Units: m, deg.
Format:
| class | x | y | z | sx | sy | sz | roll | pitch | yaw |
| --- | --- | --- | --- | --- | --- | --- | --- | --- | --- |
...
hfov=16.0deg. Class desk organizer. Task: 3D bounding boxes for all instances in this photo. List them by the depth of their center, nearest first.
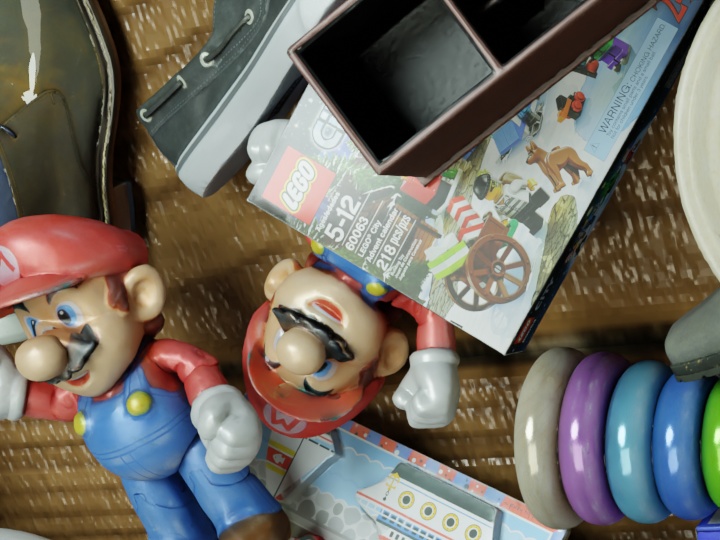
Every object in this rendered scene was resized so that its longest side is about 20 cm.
| class | x | y | z | sx | sy | sz | roll | pitch | yaw |
| --- | --- | --- | --- | --- | --- | --- | --- | --- | --- |
| desk organizer | 0.073 | -0.122 | 1.048 | 0.200 | 0.077 | 0.072 | -38 | 81 | 14 |

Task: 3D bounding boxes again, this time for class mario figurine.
| class | x | y | z | sx | sy | sz | roll | pitch | yaw |
| --- | --- | --- | --- | --- | --- | --- | --- | --- | --- |
| mario figurine | 0.000 | 0.000 | 1.191 | 0.123 | 0.106 | 0.200 | 54 | 127 | 42 |
| mario figurine | -0.121 | 0.068 | 1.210 | 0.123 | 0.106 | 0.200 | -31 | 101 | -3 |

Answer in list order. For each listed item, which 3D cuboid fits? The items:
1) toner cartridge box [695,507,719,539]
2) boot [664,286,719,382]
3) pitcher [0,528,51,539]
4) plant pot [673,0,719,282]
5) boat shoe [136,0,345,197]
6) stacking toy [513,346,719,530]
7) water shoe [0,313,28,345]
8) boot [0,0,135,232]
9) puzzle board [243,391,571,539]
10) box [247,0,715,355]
| class | x | y | z | sx | sy | sz | roll | pitch | yaw |
| --- | --- | --- | --- | --- | --- | --- | --- | --- | --- |
| toner cartridge box | 0.227 | 0.198 | 1.197 | 0.095 | 0.043 | 0.200 | -4 | 110 | 33 |
| boot | 0.183 | -0.050 | 1.098 | 0.200 | 0.068 | 0.131 | -39 | 86 | 30 |
| pitcher | -0.163 | 0.232 | 1.394 | 0.200 | 0.121 | 0.172 | 12 | 115 | 13 |
| plant pot | 0.220 | -0.054 | 0.942 | 0.200 | 0.183 | 0.201 | 0 | 90 | 4 |
| boat shoe | -0.044 | -0.113 | 1.190 | 0.057 | 0.069 | 0.200 | 44 | 129 | 5 |
| stacking toy | 0.174 | 0.079 | 1.151 | 0.200 | 0.085 | 0.085 | 1 | 113 | 26 |
| water shoe | -0.239 | -0.017 | 1.345 | 0.200 | 0.072 | 0.079 | 14 | 120 | 24 |
| boot | -0.171 | -0.073 | 1.259 | 0.075 | 0.097 | 0.200 | 5 | 115 | 39 |
| puzzle board | -0.012 | 0.153 | 1.252 | 0.200 | 0.017 | 0.151 | 24 | 86 | 33 |
| box | 0.057 | -0.083 | 1.113 | 0.137 | 0.038 | 0.200 | 30 | 99 | 13 |
